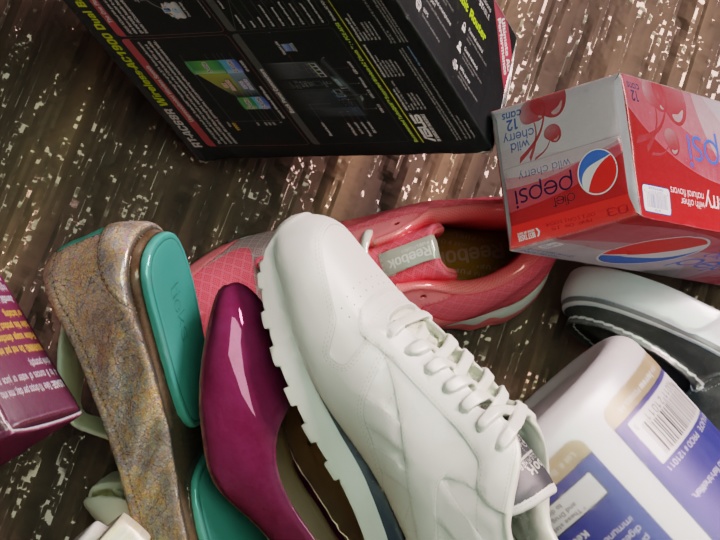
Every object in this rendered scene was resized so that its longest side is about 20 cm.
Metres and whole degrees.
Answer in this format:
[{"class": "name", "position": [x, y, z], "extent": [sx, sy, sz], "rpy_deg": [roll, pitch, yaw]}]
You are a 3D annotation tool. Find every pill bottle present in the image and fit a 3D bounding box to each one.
[{"class": "pill bottle", "position": [0.139, 0.136, 0.955], "extent": [0.116, 0.116, 0.200], "rpy_deg": [-42, 90, -20]}]

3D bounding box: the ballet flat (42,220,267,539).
[{"class": "ballet flat", "position": [-0.088, 0.074, 0.929], "extent": [0.067, 0.068, 0.200], "rpy_deg": [-6, 106, 22]}]

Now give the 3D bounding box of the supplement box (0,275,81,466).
[{"class": "supplement box", "position": [-0.225, 0.009, 0.871], "extent": [0.131, 0.103, 0.200], "rpy_deg": [-33, 86, 7]}]

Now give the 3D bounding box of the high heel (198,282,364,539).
[{"class": "high heel", "position": [-0.004, 0.096, 0.911], "extent": [0.096, 0.067, 0.200], "rpy_deg": [-6, 110, 22]}]

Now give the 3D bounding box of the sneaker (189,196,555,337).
[{"class": "sneaker", "position": [0.000, 0.000, 0.965], "extent": [0.200, 0.087, 0.074], "rpy_deg": [-16, 81, -18]}]

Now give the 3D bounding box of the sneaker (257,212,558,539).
[{"class": "sneaker", "position": [0.029, 0.060, 0.884], "extent": [0.076, 0.080, 0.200], "rpy_deg": [-23, 84, -58]}]

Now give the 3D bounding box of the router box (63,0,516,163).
[{"class": "router box", "position": [-0.040, -0.122, 0.900], "extent": [0.150, 0.200, 0.062], "rpy_deg": [-1, 60, 26]}]

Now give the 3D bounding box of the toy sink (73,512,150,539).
[{"class": "toy sink", "position": [-0.106, 0.173, 0.872], "extent": [0.200, 0.130, 0.112], "rpy_deg": [42, 70, -1]}]

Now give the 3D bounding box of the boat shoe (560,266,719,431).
[{"class": "boat shoe", "position": [0.174, 0.068, 1.008], "extent": [0.200, 0.069, 0.057], "rpy_deg": [32, 71, -8]}]

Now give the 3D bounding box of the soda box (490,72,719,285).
[{"class": "soda box", "position": [0.143, -0.036, 0.970], "extent": [0.200, 0.070, 0.063], "rpy_deg": [8, 71, -51]}]
